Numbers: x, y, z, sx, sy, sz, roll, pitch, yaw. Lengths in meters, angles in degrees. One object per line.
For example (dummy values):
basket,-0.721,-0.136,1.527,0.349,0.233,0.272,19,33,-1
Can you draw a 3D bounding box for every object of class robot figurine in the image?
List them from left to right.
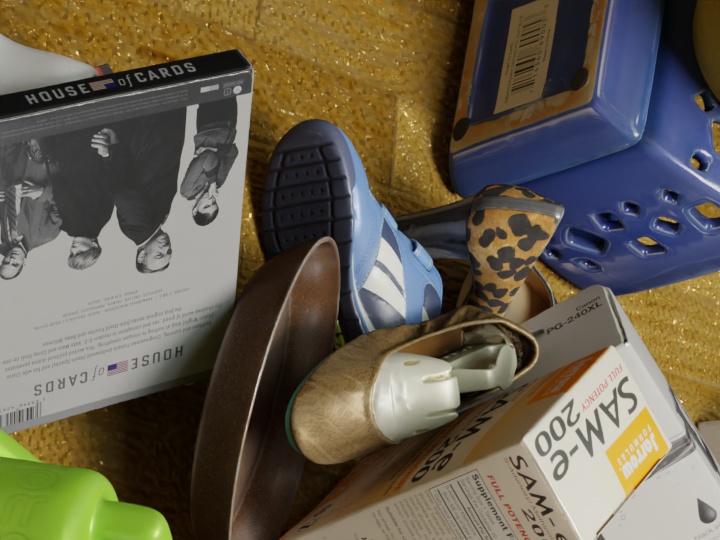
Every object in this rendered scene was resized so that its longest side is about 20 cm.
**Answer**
robot figurine,-0.189,0.146,1.127,0.116,0.198,0.176,82,15,-53

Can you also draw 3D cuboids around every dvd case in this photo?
dvd case,-0.131,-0.011,1.209,0.149,0.025,0.201,-14,132,-25

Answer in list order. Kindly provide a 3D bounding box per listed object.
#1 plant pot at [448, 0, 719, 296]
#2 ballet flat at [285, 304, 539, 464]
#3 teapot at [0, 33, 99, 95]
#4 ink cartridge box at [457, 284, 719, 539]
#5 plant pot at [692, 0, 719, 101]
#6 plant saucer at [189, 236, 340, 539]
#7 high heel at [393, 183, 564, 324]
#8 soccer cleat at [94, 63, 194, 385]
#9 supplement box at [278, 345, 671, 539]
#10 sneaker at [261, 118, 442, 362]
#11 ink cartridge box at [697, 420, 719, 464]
plant pot,0.174,-0.117,1.537,0.179,0.199,0.201,25,65,-33
ballet flat,0.040,0.064,1.352,0.199,0.072,0.068,-17,104,-53
teapot,-0.250,-0.147,1.136,0.199,0.145,0.199,-19,97,-45
ink cartridge box,0.145,0.132,1.483,0.201,0.145,0.084,55,11,-24
plant pot,0.283,-0.153,1.418,0.199,0.142,0.202,10,72,-31
plant saucer,-0.055,0.076,1.313,0.200,0.034,0.202,14,90,-79
high heel,0.116,0.013,1.486,0.200,0.142,0.072,34,60,-37
soccer cleat,-0.141,-0.018,1.289,0.085,0.069,0.201,-25,119,-13
supplement box,0.062,0.129,1.341,0.074,0.199,0.126,59,37,-6
sneaker,0.000,0.000,1.423,0.082,0.074,0.201,-32,114,-45
ink cartridge box,0.356,0.171,1.718,0.199,0.125,0.130,6,79,-45
